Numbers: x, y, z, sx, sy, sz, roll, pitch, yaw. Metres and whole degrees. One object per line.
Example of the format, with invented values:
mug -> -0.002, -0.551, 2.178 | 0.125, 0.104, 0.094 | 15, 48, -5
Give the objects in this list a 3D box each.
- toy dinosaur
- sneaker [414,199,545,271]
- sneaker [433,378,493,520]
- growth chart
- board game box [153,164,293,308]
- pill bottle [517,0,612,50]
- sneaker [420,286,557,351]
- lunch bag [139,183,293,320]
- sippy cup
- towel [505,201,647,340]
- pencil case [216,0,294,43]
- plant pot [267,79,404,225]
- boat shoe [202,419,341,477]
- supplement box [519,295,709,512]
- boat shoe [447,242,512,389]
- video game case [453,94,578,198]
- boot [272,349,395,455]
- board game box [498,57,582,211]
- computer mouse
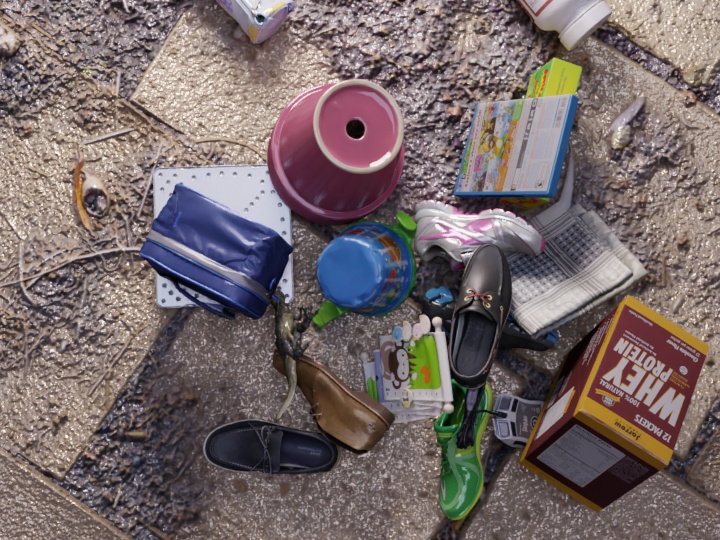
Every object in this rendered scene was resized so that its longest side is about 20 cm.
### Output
toy dinosaur -> -0.095, 0.097, 1.572 | 0.047, 0.088, 0.203 | 11, 59, -28
sneaker -> 0.164, -0.037, 1.634 | 0.197, 0.081, 0.090 | 8, 72, 21
sneaker -> 0.132, 0.247, 1.612 | 0.083, 0.073, 0.203 | 20, 71, -38
growth chart -> 0.063, 0.146, 1.586 | 0.018, 0.199, 0.147 | -5, 77, -37
board game box -> -0.198, -0.050, 1.657 | 0.196, 0.026, 0.204 | -2, 84, -5
pill bottle -> 0.279, -0.431, 1.692 | 0.112, 0.112, 0.201 | -38, 88, -7
sneaker -> 0.182, 0.084, 1.637 | 0.197, 0.073, 0.083 | 15, 121, 12
lunch bag -> -0.192, -0.012, 1.562 | 0.198, 0.136, 0.134 | 26, 84, 14
sippy cup -> 0.000, 0.000, 1.594 | 0.137, 0.130, 0.181 | 11, 95, 16
towel -> 0.278, -0.009, 1.626 | 0.198, 0.035, 0.193 | -28, 42, -7
pencil case -> -0.188, -0.425, 1.670 | 0.200, 0.091, 0.083 | 48, 122, 4
plant pot -> -0.021, -0.177, 1.595 | 0.196, 0.179, 0.204 | 2, 81, -14
boat shoe -> -0.124, 0.251, 1.610 | 0.196, 0.062, 0.076 | 6, 85, -2
supplement box -> 0.342, 0.183, 1.551 | 0.132, 0.201, 0.199 | 31, 57, 0
boat shoe -> 0.163, 0.057, 1.549 | 0.072, 0.063, 0.205 | 10, 76, 11
video game case -> 0.218, -0.174, 1.626 | 0.018, 0.199, 0.145 | 20, 82, -35
boot -> -0.053, 0.181, 1.598 | 0.198, 0.074, 0.076 | 32, 73, 17
board game box -> 0.261, -0.195, 1.667 | 0.047, 0.102, 0.203 | 16, 82, -9
computer mouse -> 0.209, 0.213, 1.615 | 0.198, 0.044, 0.112 | 21, 66, -36
